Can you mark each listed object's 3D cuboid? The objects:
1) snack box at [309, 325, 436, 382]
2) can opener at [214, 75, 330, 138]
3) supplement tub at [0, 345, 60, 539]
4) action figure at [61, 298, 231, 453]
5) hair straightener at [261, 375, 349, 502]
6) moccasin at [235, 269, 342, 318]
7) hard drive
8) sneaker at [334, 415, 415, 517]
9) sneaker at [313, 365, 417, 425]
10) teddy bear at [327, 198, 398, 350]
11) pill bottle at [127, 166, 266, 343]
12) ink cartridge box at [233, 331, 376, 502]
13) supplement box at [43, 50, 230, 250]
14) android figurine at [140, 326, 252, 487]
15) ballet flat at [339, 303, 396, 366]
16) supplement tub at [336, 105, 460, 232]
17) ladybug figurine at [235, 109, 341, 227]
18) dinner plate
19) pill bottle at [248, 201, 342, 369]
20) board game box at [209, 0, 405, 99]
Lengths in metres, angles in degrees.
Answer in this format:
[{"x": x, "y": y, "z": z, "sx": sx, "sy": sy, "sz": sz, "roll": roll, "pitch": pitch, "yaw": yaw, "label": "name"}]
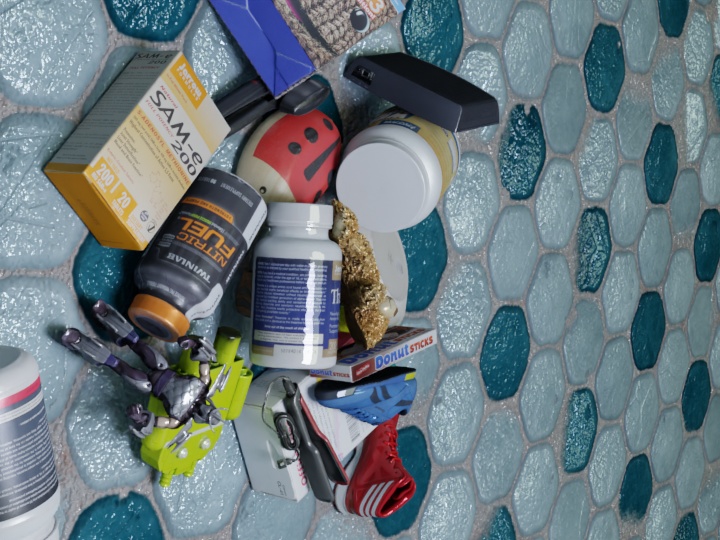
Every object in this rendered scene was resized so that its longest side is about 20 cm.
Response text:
[{"x": 0.019, "y": 0.110, "z": 1.648, "sx": 0.200, "sy": 0.072, "sz": 0.024, "roll": -19, "pitch": 108, "yaw": -51, "label": "snack box"}, {"x": -0.129, "y": -0.218, "z": 1.561, "sx": 0.200, "sy": 0.078, "sz": 0.064, "roll": -29, "pitch": 125, "yaw": -37, "label": "can opener"}, {"x": -0.376, "y": 0.187, "z": 1.221, "sx": 0.140, "sy": 0.140, "sz": 0.201, "roll": -23, "pitch": 112, "yaw": -49, "label": "supplement tub"}, {"x": -0.231, "y": 0.116, "z": 1.366, "sx": 0.130, "sy": 0.199, "sz": 0.069, "roll": -53, "pitch": 171, "yaw": -25, "label": "action figure"}, {"x": -0.074, "y": 0.219, "z": 1.559, "sx": 0.077, "sy": 0.041, "sz": 0.201, "roll": -46, "pitch": 129, "yaw": -39, "label": "hair straightener"}, {"x": -0.084, "y": 0.015, "z": 1.644, "sx": 0.201, "sy": 0.073, "sz": 0.078, "roll": -5, "pitch": 106, "yaw": -42, "label": "moccasin"}, {"x": 0.091, "y": -0.254, "z": 1.728, "sx": 0.135, "sy": 0.199, "sz": 0.043, "roll": -18, "pitch": 132, "yaw": -51, "label": "hard drive"}, {"x": 0.048, "y": 0.272, "z": 1.802, "sx": 0.078, "sy": 0.115, "sz": 0.201, "roll": 39, "pitch": 64, "yaw": -47, "label": "sneaker"}, {"x": 0.011, "y": 0.176, "z": 1.648, "sx": 0.200, "sy": 0.066, "sz": 0.079, "roll": -3, "pitch": 99, "yaw": -54, "label": "sneaker"}, {"x": 0.000, "y": 0.000, "z": 1.607, "sx": 0.066, "sy": 0.145, "sz": 0.201, "roll": -22, "pitch": 93, "yaw": -17, "label": "teddy bear"}, {"x": -0.198, "y": -0.015, "z": 1.457, "sx": 0.106, "sy": 0.106, "sz": 0.201, "roll": 51, "pitch": 55, "yaw": -42, "label": "pill bottle"}, {"x": -0.072, "y": 0.191, "z": 1.662, "sx": 0.200, "sy": 0.085, "sz": 0.148, "roll": -36, "pitch": 122, "yaw": -43, "label": "ink cartridge box"}, {"x": -0.249, "y": -0.138, "z": 1.401, "sx": 0.201, "sy": 0.073, "sz": 0.126, "roll": -60, "pitch": 136, "yaw": -30, "label": "supplement box"}, {"x": -0.200, "y": 0.167, "z": 1.481, "sx": 0.182, "sy": 0.041, "sz": 0.201, "roll": -12, "pitch": 124, "yaw": -60, "label": "android figurine"}, {"x": 0.002, "y": 0.109, "z": 1.761, "sx": 0.067, "sy": 0.067, "sz": 0.200, "roll": -101, "pitch": 170, "yaw": -45, "label": "ballet flat"}, {"x": 0.052, "y": -0.140, "z": 1.691, "sx": 0.200, "sy": 0.144, "sz": 0.146, "roll": -53, "pitch": 136, "yaw": -65, "label": "supplement tub"}, {"x": -0.085, "y": -0.139, "z": 1.615, "sx": 0.200, "sy": 0.072, "sz": 0.136, "roll": -55, "pitch": 133, "yaw": -33, "label": "ladybug figurine"}, {"x": 0.033, "y": -0.017, "z": 1.765, "sx": 0.200, "sy": 0.024, "sz": 0.201, "roll": -12, "pitch": 90, "yaw": -70, "label": "dinner plate"}, {"x": -0.079, "y": 0.018, "z": 1.527, "sx": 0.111, "sy": 0.110, "sz": 0.201, "roll": 1, "pitch": 92, "yaw": -52, "label": "pill bottle"}, {"x": -0.067, "y": -0.340, "z": 1.553, "sx": 0.160, "sy": 0.097, "sz": 0.200, "roll": 56, "pitch": 48, "yaw": -10, "label": "board game box"}]
